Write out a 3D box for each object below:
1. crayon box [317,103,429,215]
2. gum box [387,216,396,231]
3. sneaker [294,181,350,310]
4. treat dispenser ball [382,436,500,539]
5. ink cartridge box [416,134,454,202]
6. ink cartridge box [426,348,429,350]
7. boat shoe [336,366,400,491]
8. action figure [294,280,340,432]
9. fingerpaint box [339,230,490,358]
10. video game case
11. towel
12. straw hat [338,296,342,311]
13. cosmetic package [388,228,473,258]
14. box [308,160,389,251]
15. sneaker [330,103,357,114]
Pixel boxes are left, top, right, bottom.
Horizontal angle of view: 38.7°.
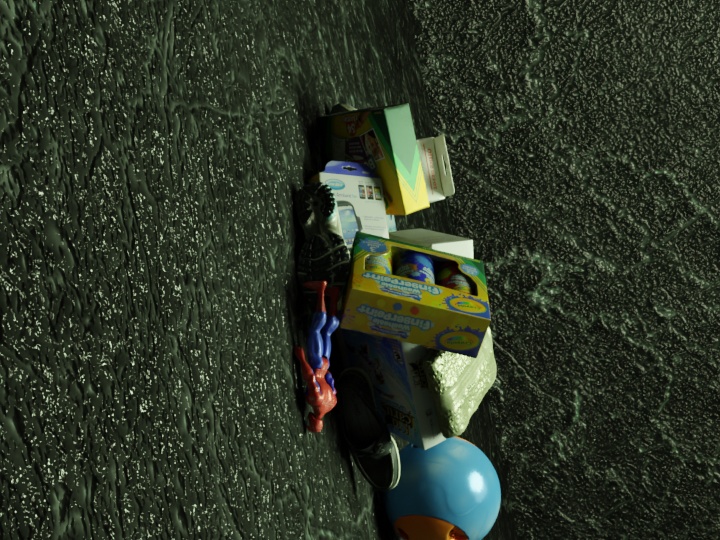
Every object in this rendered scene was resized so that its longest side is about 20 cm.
[{"bbox_3d":[0.019,-0.182,1.709,0.200,0.058,0.173,6,-69,56],"label":"crayon box"},{"bbox_3d":[0.026,-0.133,2.029,0.170,0.045,0.200,-17,97,-78],"label":"gum box"},{"bbox_3d":[-0.048,-0.028,1.501,0.086,0.078,0.200,67,17,-61],"label":"sneaker"},{"bbox_3d":[0.137,0.380,1.743,0.201,0.201,0.201,-10,90,-79],"label":"treat dispenser ball"},{"bbox_3d":[0.094,-0.176,1.886,0.200,0.067,0.117,169,-89,-68],"label":"ink cartridge box"},{"bbox_3d":[0.110,0.081,1.635,0.083,0.147,0.200,2,88,-55],"label":"ink cartridge box"},{"bbox_3d":[0.007,0.247,1.540,0.066,0.074,0.200,-43,122,-74],"label":"boat shoe"},{"bbox_3d":[-0.058,0.118,1.384,0.065,0.052,0.200,31,56,-61],"label":"action figure"},{"bbox_3d":[0.078,0.031,1.469,0.167,0.200,0.073,-85,-171,-59],"label":"fingerpaint box"},{"bbox_3d":[0.039,0.159,1.560,0.200,0.045,0.181,16,-56,57],"label":"video game case"},{"bbox_3d":[0.154,0.142,1.529,0.200,0.036,0.148,-45,124,-51],"label":"towel"},{"bbox_3d":[0.000,0.000,1.681,0.201,0.085,0.201,-10,90,-79],"label":"straw hat"},{"bbox_3d":[0.117,-0.010,1.791,0.200,0.085,0.108,-165,-110,-66],"label":"cosmetic package"},{"bbox_3d":[-0.016,-0.073,1.615,0.119,0.041,0.200,3,71,-32],"label":"box"},{"bbox_3d":[-0.005,-0.208,1.836,0.200,0.085,0.074,57,-11,6],"label":"sneaker"}]
